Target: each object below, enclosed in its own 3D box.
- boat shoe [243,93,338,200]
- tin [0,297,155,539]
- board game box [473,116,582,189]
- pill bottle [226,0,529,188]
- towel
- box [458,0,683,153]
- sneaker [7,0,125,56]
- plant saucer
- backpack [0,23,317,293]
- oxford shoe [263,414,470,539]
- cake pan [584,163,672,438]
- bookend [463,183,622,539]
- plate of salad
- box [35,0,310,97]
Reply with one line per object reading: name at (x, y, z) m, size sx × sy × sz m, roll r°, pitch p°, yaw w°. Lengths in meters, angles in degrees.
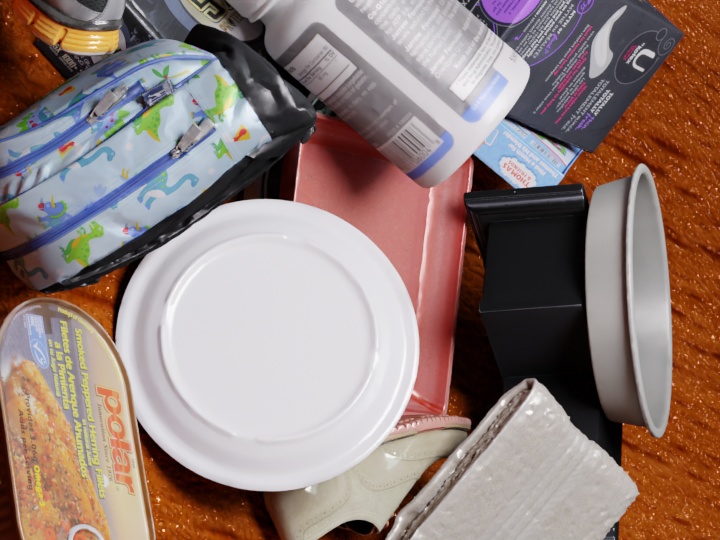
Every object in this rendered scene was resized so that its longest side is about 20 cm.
boat shoe at (-0.027, -0.081, 1.782) m, size 0.071 × 0.064 × 0.200 m, roll 47°, pitch 39°, yaw -21°
tin at (-0.183, 0.116, 1.495) m, size 0.112 × 0.042 × 0.201 m, roll 9°, pitch 62°, yaw -44°
board game box at (0.100, -0.123, 1.888) m, size 0.151 × 0.037 × 0.200 m, roll 40°, pitch 15°, yaw 2°
pill bottle at (0.007, -0.160, 1.663) m, size 0.200 × 0.114 × 0.114 m, roll 41°, pitch 40°, yaw -8°
towel at (0.093, 0.187, 1.696) m, size 0.200 × 0.034 × 0.133 m, roll -49°, pitch 119°, yaw -6°
box at (0.129, -0.183, 1.821) m, size 0.106 × 0.122 × 0.200 m, roll 47°, pitch 16°, yaw 33°
sneaker at (-0.216, -0.221, 1.576) m, size 0.200 × 0.077 × 0.078 m, roll 39°, pitch 32°, yaw 21°
plant saucer at (0.000, 0.000, 1.735) m, size 0.200 × 0.037 × 0.200 m, roll 10°, pitch 86°, yaw -51°
backpack at (-0.148, -0.071, 1.535) m, size 0.154 × 0.200 × 0.163 m, roll 43°, pitch -4°, yaw -17°
oxford shoe at (0.005, 0.143, 1.692) m, size 0.200 × 0.071 × 0.074 m, roll -12°, pitch 92°, yaw -44°
cake pan at (0.197, 0.023, 1.793) m, size 0.200 × 0.037 × 0.201 m, roll -3°, pitch 90°, yaw -75°
bookend at (0.132, 0.078, 1.790) m, size 0.199 × 0.092 × 0.201 m, roll 68°, pitch 22°, yaw -50°
plate of salad at (-0.061, 0.050, 1.611) m, size 0.199 × 0.048 × 0.201 m, roll 2°, pitch 70°, yaw -6°
box at (-0.111, -0.173, 1.715) m, size 0.164 × 0.086 × 0.200 m, roll 48°, pitch 39°, yaw -20°
